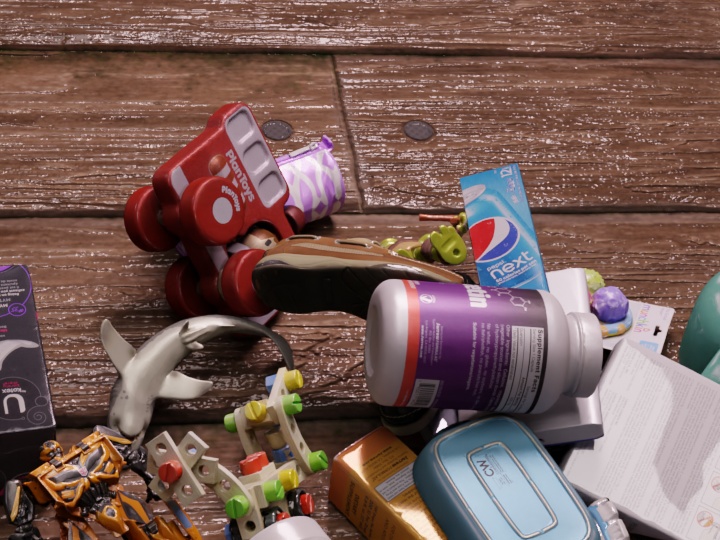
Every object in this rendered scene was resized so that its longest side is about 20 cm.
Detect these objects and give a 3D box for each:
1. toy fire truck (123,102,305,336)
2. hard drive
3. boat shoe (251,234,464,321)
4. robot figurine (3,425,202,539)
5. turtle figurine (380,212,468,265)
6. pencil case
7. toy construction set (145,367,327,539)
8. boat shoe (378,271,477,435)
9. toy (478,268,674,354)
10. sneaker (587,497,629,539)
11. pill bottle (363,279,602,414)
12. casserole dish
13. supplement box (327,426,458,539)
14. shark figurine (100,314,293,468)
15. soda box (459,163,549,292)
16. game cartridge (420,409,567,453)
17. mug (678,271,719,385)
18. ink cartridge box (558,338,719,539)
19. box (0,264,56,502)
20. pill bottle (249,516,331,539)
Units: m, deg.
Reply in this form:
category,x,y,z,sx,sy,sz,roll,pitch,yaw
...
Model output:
category,x,y,z,sx,sy,sz,roll,pitch,yaw
toy fire truck,-0.123,-0.046,1.541,0.112,0.200,0.168,-5,31,44
hard drive,0.158,0.085,1.487,0.132,0.025,0.200,-10,43,11
boat shoe,0.000,0.000,1.457,0.200,0.076,0.074,8,41,12
robot figurine,-0.205,0.222,1.303,0.145,0.058,0.200,-33,83,-35
turtle figurine,0.038,-0.009,1.582,0.200,0.064,0.161,-16,7,-12
pencil case,-0.110,-0.077,1.639,0.200,0.086,0.084,-22,42,-26
toy construction set,-0.097,0.167,1.353,0.092,0.131,0.200,-15,2,32
boat shoe,0.060,0.062,1.482,0.074,0.066,0.199,3,46,34
toy,0.217,0.027,1.588,0.200,0.047,0.115,11,29,15
sneaker,0.214,0.297,1.343,0.087,0.075,0.200,-20,49,-5
pill bottle,0.108,0.069,1.380,0.200,0.113,0.113,4,45,-10
casserole dish,0.128,0.198,1.340,0.121,0.039,0.200,-20,52,-20
supplement box,0.060,0.232,1.373,0.069,0.067,0.200,-30,56,-33
shark figurine,-0.171,0.083,1.482,0.214,0.089,0.128,-30,90,-23
soda box,0.145,-0.012,1.522,0.064,0.068,0.200,-15,43,7
game cartridge,0.144,0.124,1.517,0.200,0.041,0.133,-10,51,-19
mug,0.405,0.075,1.552,0.152,0.114,0.185,11,44,1
ink cartridge box,0.298,0.178,1.451,0.200,0.057,0.163,28,67,3
box,-0.347,0.104,1.404,0.122,0.106,0.200,-6,47,-16
pill bottle,-0.020,0.303,1.256,0.113,0.113,0.200,-22,52,-28
